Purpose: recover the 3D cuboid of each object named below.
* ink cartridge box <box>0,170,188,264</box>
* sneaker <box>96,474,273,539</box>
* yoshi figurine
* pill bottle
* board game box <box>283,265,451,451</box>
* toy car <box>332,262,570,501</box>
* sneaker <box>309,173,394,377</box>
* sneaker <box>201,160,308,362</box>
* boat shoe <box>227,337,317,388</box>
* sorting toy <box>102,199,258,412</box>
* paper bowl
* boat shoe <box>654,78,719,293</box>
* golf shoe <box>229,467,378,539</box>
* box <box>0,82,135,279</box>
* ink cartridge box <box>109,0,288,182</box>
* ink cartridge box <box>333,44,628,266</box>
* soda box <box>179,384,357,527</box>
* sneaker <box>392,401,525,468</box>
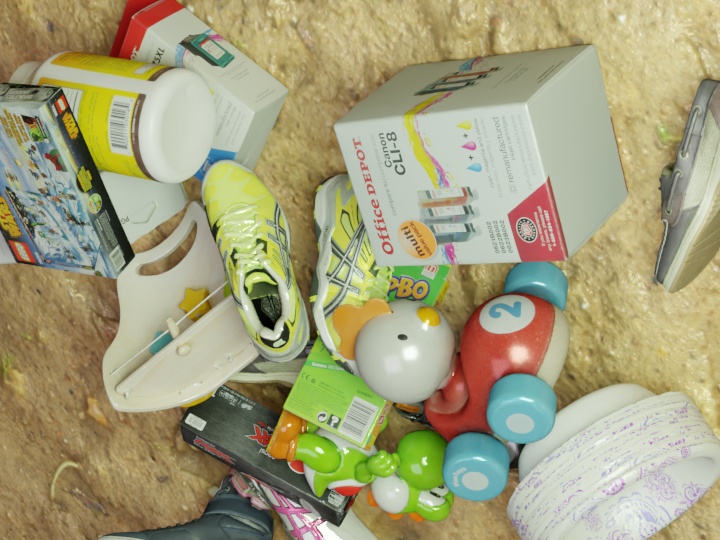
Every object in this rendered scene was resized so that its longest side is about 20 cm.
[{"bbox_3d":[-0.306,-0.074,1.716,0.198,0.145,0.084,-3,114,36],"label":"ink cartridge box"},{"bbox_3d":[-0.196,0.298,1.849,0.200,0.147,0.077,10,130,-2],"label":"sneaker"},{"bbox_3d":[0.013,0.180,1.649,0.198,0.113,0.112,25,156,1],"label":"yoshi figurine"},{"bbox_3d":[-0.245,-0.151,1.563,0.198,0.109,0.110,13,123,30],"label":"pill bottle"},{"bbox_3d":[0.010,0.066,1.592,0.095,0.030,0.201,24,85,21],"label":"board game box"},{"bbox_3d":[0.072,0.072,1.478,0.198,0.185,0.177,24,132,-10],"label":"toy car"},{"bbox_3d":[0.000,0.000,1.550,0.076,0.075,0.202,-13,75,34],"label":"sneaker"},{"bbox_3d":[-0.096,-0.015,1.540,0.075,0.076,0.202,-22,81,-2],"label":"sneaker"},{"bbox_3d":[-0.087,0.087,1.720,0.199,0.071,0.067,3,95,36],"label":"boat shoe"},{"bbox_3d":[-0.184,0.026,1.695,0.199,0.107,0.181,-37,58,20],"label":"sorting toy"},{"bbox_3d":[0.224,0.181,1.476,0.105,0.199,0.201,59,137,26],"label":"paper bowl"},{"bbox_3d":[0.285,-0.072,1.370,0.065,0.072,0.201,36,135,27],"label":"boat shoe"},{"bbox_3d":[-0.056,0.251,1.787,0.199,0.073,0.092,37,129,11],"label":"golf shoe"},{"bbox_3d":[-0.309,-0.087,1.557,0.136,0.040,0.201,8,133,31],"label":"box"},{"bbox_3d":[-0.181,-0.186,1.617,0.199,0.067,0.117,38,131,11],"label":"ink cartridge box"},{"bbox_3d":[0.106,-0.098,1.422,0.198,0.145,0.147,-2,115,36],"label":"ink cartridge box"},{"bbox_3d":[-0.093,0.194,1.732,0.199,0.064,0.071,28,159,9],"label":"soda box"},{"bbox_3d":[0.081,0.137,1.622,0.199,0.079,0.074,36,129,9],"label":"sneaker"}]
